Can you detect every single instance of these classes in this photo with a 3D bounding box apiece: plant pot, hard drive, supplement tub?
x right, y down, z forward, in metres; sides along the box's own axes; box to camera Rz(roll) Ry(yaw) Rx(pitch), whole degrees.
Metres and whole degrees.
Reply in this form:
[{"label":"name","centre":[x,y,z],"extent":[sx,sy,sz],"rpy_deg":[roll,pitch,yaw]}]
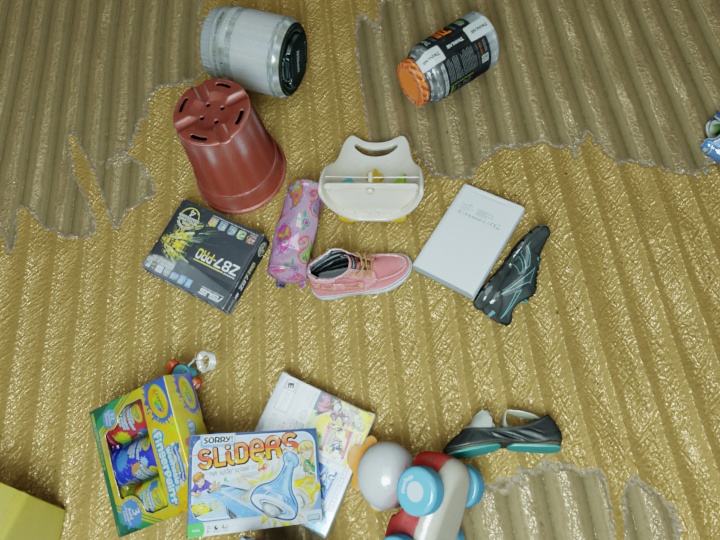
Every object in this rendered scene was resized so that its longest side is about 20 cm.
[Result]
[{"label":"plant pot","centre":[-0.583,0.420,0.821],"extent":[0.195,0.202,0.179],"rpy_deg":[15,59,11]},{"label":"plant pot","centre":[-0.261,-0.248,1.053],"extent":[0.195,0.196,0.206],"rpy_deg":[-2,67,5]},{"label":"hard drive","centre":[0.204,-0.059,1.013],"extent":[0.130,0.026,0.202],"rpy_deg":[26,73,27]},{"label":"supplement tub","centre":[0.182,-0.439,1.129],"extent":[0.198,0.123,0.123],"rpy_deg":[-34,68,-9]}]

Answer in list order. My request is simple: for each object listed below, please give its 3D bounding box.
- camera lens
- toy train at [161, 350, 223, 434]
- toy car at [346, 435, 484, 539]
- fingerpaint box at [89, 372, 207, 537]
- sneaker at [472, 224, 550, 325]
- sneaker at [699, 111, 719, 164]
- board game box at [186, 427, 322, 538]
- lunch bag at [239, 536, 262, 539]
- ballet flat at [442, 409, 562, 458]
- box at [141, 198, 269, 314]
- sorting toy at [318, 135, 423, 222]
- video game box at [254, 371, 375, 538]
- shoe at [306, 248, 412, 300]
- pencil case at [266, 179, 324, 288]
[{"label":"camera lens","centre":[-0.222,-0.471,1.160],"extent":[0.195,0.161,0.163],"rpy_deg":[16,70,12]},{"label":"toy train","centre":[-0.270,0.244,0.914],"extent":[0.147,0.055,0.205],"rpy_deg":[-12,80,18]},{"label":"toy car","centre":[0.053,0.337,0.807],"extent":[0.197,0.183,0.181],"rpy_deg":[17,85,38]},{"label":"fingerpaint box","centre":[-0.328,0.291,0.861],"extent":[0.164,0.073,0.204],"rpy_deg":[-24,77,16]},{"label":"sneaker","centre":[0.287,0.008,0.973],"extent":[0.079,0.075,0.201],"rpy_deg":[38,84,9]},{"label":"sneaker","centre":[0.726,-0.295,1.044],"extent":[0.076,0.076,0.202],"rpy_deg":[28,71,11]},{"label":"board game box","centre":[-0.158,0.315,0.811],"extent":[0.195,0.034,0.139],"rpy_deg":[2,67,-21]},{"label":"lunch bag","centre":[-0.110,0.441,0.755],"extent":[0.158,0.201,0.083],"rpy_deg":[24,64,13]},{"label":"ballet flat","centre":[0.226,0.264,0.874],"extent":[0.194,0.069,0.070],"rpy_deg":[-1,57,-5]},{"label":"box","centre":[-0.299,-0.030,1.048],"extent":[0.196,0.049,0.164],"rpy_deg":[24,75,14]},{"label":"sorting toy","centre":[0.028,-0.197,1.064],"extent":[0.194,0.108,0.184],"rpy_deg":[2,60,6]},{"label":"video game box","centre":[-0.092,0.300,0.895],"extent":[0.179,0.047,0.203],"rpy_deg":[21,71,15]},{"label":"shoe","centre":[0.000,0.000,0.984],"extent":[0.195,0.091,0.073],"rpy_deg":[-13,67,0]},{"label":"pencil case","centre":[-0.121,-0.072,1.032],"extent":[0.085,0.088,0.205],"rpy_deg":[7,69,8]}]
